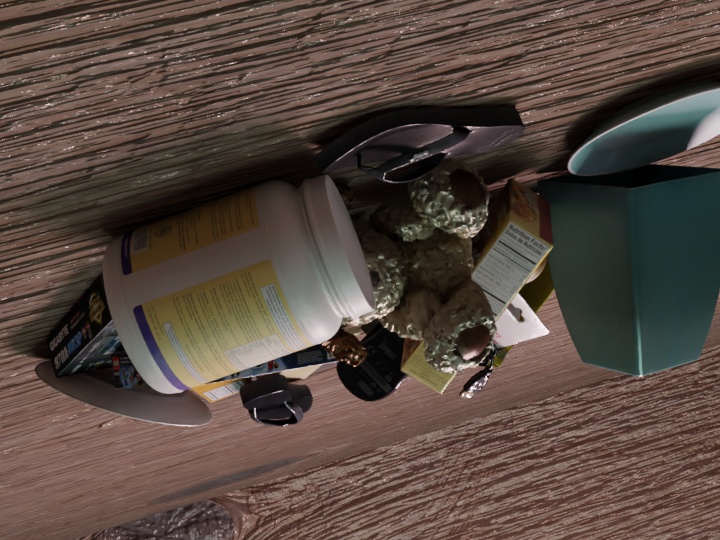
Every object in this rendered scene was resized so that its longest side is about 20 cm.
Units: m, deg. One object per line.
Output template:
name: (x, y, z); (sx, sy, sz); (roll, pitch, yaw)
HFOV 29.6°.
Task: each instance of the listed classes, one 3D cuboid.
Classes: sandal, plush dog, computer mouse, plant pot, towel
sandal: (0.058, -0.103, 1.136); (0.200, 0.043, 0.076); (-10, 165, -30)
plush dog: (0.021, -0.005, 1.274); (0.171, 0.201, 0.160); (-6, -170, -17)
sandal: (-0.104, 0.166, 1.652); (0.076, 0.043, 0.200); (-20, 167, 6)
computer mouse: (0.070, 0.099, 1.542); (0.200, 0.140, 0.046); (-48, 180, 39)
plant pot: (0.285, -0.001, 1.412); (0.141, 0.201, 0.141); (-11, -168, -32)
towel: (0.189, 0.038, 1.638); (0.086, 0.018, 0.200); (10, -128, 49)

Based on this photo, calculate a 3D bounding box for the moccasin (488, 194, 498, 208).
moccasin: (0.143, -0.040, 1.463); (0.201, 0.074, 0.078); (-8, 175, -1)

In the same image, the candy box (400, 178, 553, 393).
candy box: (0.118, 0.015, 1.385); (0.200, 0.055, 0.115); (-56, -171, 23)

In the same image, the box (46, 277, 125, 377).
box: (-0.214, 0.048, 1.382); (0.159, 0.046, 0.200); (-10, 165, -31)

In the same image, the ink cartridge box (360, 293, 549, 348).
ink cartridge box: (0.107, 0.040, 1.574); (0.200, 0.068, 0.116); (-15, 137, 28)

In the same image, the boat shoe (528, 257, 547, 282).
boat shoe: (0.130, 0.001, 1.629); (0.065, 0.072, 0.200); (36, 140, -28)

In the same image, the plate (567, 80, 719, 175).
plate: (0.294, -0.143, 1.327); (0.200, 0.026, 0.200); (-16, 167, -4)

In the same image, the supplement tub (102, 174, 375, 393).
supplement tub: (-0.101, 0.009, 1.158); (0.200, 0.146, 0.145); (-19, 167, 7)

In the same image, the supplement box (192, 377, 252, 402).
supplement box: (-0.179, 0.107, 1.628); (0.069, 0.067, 0.200); (-19, 167, -3)

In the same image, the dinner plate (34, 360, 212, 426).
dinner plate: (-0.255, 0.125, 1.487); (0.200, 0.024, 0.200); (17, -173, -2)

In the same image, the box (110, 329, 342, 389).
box: (-0.133, 0.088, 1.388); (0.200, 0.038, 0.136); (-7, 180, -42)

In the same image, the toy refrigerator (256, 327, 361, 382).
toy refrigerator: (-0.069, 0.074, 1.617); (0.070, 0.076, 0.200); (-12, 165, -26)
